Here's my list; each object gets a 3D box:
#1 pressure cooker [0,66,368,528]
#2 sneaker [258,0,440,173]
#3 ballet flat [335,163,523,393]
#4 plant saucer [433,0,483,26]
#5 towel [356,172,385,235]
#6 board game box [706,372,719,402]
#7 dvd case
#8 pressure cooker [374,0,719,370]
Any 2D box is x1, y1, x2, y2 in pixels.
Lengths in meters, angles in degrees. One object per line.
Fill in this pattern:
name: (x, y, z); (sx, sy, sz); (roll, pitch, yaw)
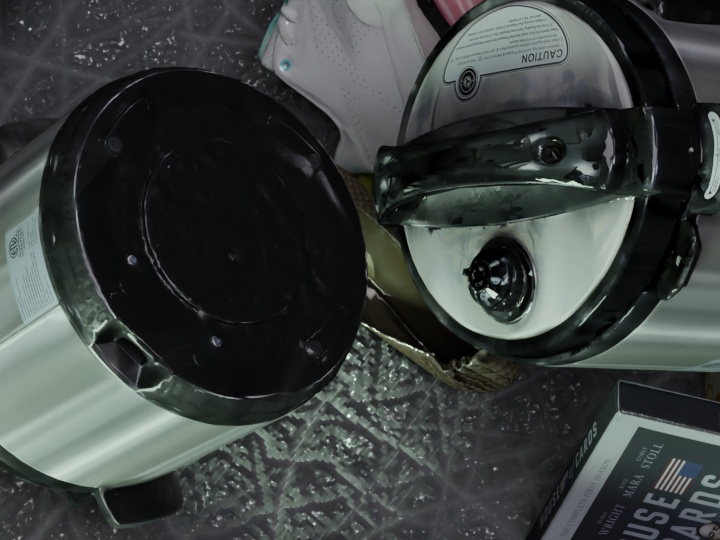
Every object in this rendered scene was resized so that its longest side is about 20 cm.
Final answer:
pressure cooker: (-0.116, 0.011, 1.026); (0.178, 0.200, 0.176); (36, 52, -21)
sneaker: (-0.016, -0.134, 1.077); (0.088, 0.075, 0.201); (-14, 115, 17)
ballet flat: (0.000, 0.000, 1.110); (0.200, 0.046, 0.067); (37, 108, -5)
plant saucer: (0.127, -0.179, 1.073); (0.200, 0.051, 0.201); (-6, 120, -10)
towel: (0.097, -0.056, 1.130); (0.199, 0.018, 0.086); (2, 82, 7)
board game box: (0.264, 0.006, 1.155); (0.151, 0.046, 0.201); (3, 80, -9)
dvd case: (0.199, 0.126, 1.086); (0.199, 0.151, 0.025); (13, 49, -8)
pressure cooker: (0.114, -0.041, 0.983); (0.199, 0.176, 0.179); (3, 41, -40)
